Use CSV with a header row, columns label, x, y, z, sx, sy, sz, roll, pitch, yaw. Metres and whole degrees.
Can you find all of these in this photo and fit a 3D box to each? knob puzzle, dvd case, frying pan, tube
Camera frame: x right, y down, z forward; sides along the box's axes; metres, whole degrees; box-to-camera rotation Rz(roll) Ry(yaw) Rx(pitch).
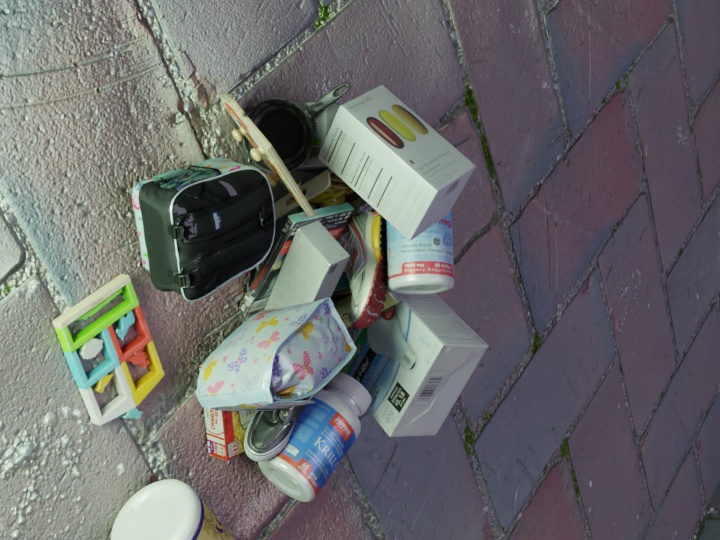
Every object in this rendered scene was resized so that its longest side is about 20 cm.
label,x,y,z,sx,sy,sz,roll,pitch,yaw
knob puzzle,-0.157,-0.182,1.550,0.030,0.220,0.220,-37,132,-3
dvd case,-0.103,-0.019,1.679,0.145,0.022,0.201,-18,146,-48
frying pan,-0.108,-0.240,1.628,0.191,0.114,0.031,-56,180,17
tube,-0.024,0.073,1.773,0.058,0.198,0.052,57,23,-14

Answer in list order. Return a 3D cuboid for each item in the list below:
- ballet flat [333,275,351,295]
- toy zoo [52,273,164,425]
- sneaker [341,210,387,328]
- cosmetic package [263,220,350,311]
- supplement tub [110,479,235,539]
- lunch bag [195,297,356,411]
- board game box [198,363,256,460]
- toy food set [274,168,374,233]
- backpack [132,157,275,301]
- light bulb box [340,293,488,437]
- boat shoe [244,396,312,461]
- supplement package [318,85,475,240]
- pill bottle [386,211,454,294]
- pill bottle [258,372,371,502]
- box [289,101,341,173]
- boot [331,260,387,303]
label,x,y,z,sx,sy,sz,roll,pitch,yaw
ballet flat,0.016,-0.024,1.776,0.201,0.068,0.072,-50,157,-13
toy zoo,-0.348,0.125,1.485,0.131,0.020,0.202,-40,127,-40
sneaker,0.000,0.000,1.697,0.078,0.081,0.202,60,31,-59
cosmetic package,-0.087,0.023,1.647,0.050,0.083,0.201,-26,154,-41
supplement tub,-0.261,0.422,1.555,0.146,0.144,0.201,-55,136,-29
lunch bag,-0.131,0.144,1.572,0.200,0.168,0.128,-42,111,-46
board game box,-0.169,0.197,1.707,0.199,0.046,0.154,-23,115,-48
toy food set,-0.041,-0.106,1.724,0.199,0.143,0.061,1,65,-52
backpack,-0.220,-0.069,1.504,0.199,0.150,0.180,-26,123,-37
light bulb box,0.079,0.146,1.811,0.124,0.200,0.200,7,119,-45
boat shoe,-0.116,0.209,1.661,0.200,0.069,0.067,-49,161,-30
supplement package,0.053,-0.165,1.592,0.113,0.200,0.110,-34,161,-44
pill bottle,0.095,-0.068,1.699,0.108,0.108,0.203,11,73,-52
pill bottle,-0.069,0.268,1.724,0.201,0.111,0.113,-53,134,-27
box,-0.037,-0.212,1.739,0.199,0.111,0.103,2,91,-51
boot,0.005,0.007,1.874,0.162,0.073,0.200,45,66,-46
